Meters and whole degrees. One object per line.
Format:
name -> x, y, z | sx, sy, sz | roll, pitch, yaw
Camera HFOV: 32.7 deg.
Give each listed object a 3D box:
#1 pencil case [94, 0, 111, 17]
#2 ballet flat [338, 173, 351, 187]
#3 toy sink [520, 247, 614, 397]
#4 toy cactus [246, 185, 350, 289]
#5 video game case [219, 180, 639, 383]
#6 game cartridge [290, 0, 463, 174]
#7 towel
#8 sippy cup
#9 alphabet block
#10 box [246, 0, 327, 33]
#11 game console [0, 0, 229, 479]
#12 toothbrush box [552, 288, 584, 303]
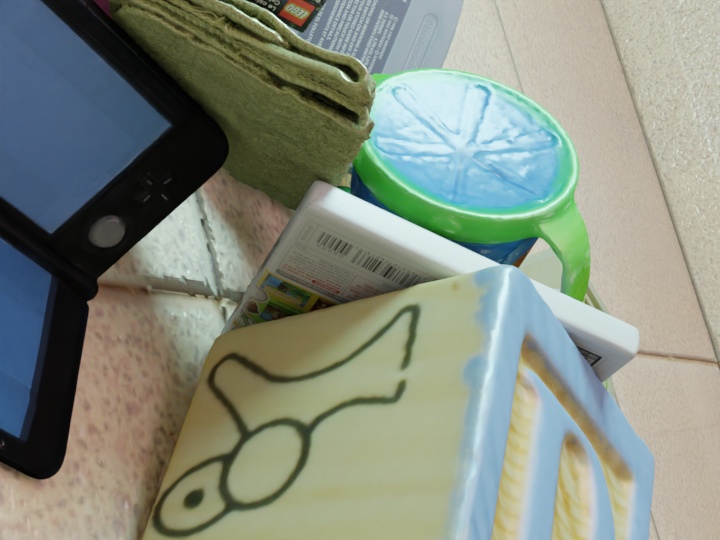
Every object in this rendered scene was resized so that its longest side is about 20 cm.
pencil case -> -0.148, -0.167, 0.724 | 0.091, 0.094, 0.200 | -69, 164, 14
ballet flat -> -0.066, -0.107, 0.888 | 0.200, 0.071, 0.071 | 51, 29, -39
toy sink -> 0.189, 0.060, 1.263 | 0.130, 0.112, 0.200 | 55, 27, -34
toy cactus -> 0.000, 0.000, 0.880 | 0.200, 0.102, 0.165 | 52, 27, -23
video game case -> 0.031, 0.042, 0.724 | 0.200, 0.182, 0.023 | 24, 54, -10
game cartridge -> -0.001, -0.173, 0.851 | 0.133, 0.041, 0.200 | 25, 84, -19
towel -> -0.065, -0.092, 0.644 | 0.037, 0.148, 0.200 | -61, -179, -15
sippy cup -> 0.048, -0.031, 0.746 | 0.130, 0.139, 0.178 | 108, -25, -44
alphabet block -> 0.025, 0.141, 0.664 | 0.196, 0.200, 0.196 | 52, 40, -34
box -> -0.080, -0.218, 0.626 | 0.136, 0.038, 0.200 | 25, 37, -26
game console -> -0.156, -0.030, 0.552 | 0.200, 0.171, 0.118 | 44, 7, -47
toothbrush box -> 0.099, 0.112, 0.896 | 0.146, 0.086, 0.201 | -162, -109, -80
